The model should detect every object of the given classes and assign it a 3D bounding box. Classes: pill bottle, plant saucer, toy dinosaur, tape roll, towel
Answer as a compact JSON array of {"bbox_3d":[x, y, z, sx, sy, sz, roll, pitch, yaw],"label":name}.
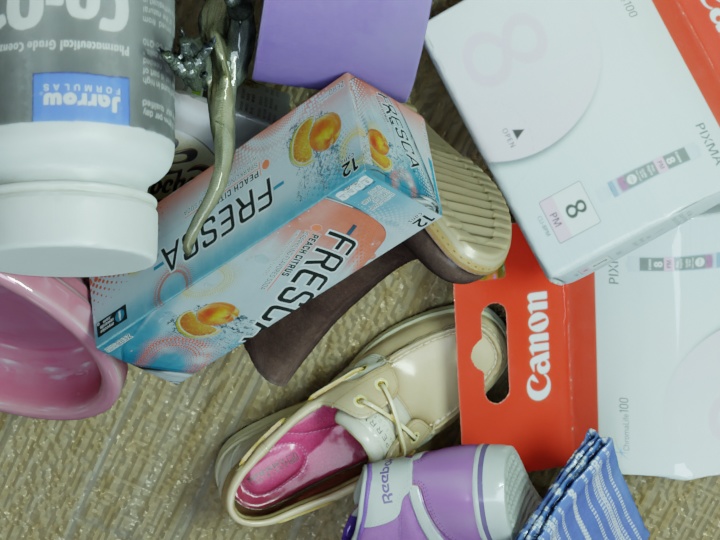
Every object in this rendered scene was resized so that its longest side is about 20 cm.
[{"bbox_3d":[-0.152,-0.102,1.322,0.114,0.114,0.200,-1,79,0],"label":"pill bottle"},{"bbox_3d":[-0.220,0.014,1.436,0.200,0.201,0.051,25,64,-9],"label":"plant saucer"},{"bbox_3d":[-0.075,-0.116,1.321,0.047,0.088,0.200,4,65,3],"label":"toy dinosaur"},{"bbox_3d":[-0.002,-0.192,1.339,0.085,0.200,0.200,9,108,-4],"label":"tape roll"},{"bbox_3d":[0.100,0.201,1.455,0.024,0.145,0.200,26,71,29],"label":"towel"}]

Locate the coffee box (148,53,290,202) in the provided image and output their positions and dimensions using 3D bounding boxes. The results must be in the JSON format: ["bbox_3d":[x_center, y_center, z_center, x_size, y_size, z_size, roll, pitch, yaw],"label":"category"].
[{"bbox_3d":[-0.152,-0.075,1.439,0.200,0.080,0.113,20,108,-7],"label":"coffee box"}]

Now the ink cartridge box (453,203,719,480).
[{"bbox_3d":[0.158,0.044,1.477,0.200,0.057,0.163,-10,110,-17],"label":"ink cartridge box"}]

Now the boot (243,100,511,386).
[{"bbox_3d":[0.000,0.000,1.411,0.072,0.200,0.166,20,111,-31],"label":"boot"}]

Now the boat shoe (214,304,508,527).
[{"bbox_3d":[0.003,0.093,1.502,0.200,0.069,0.074,-34,105,10],"label":"boat shoe"}]

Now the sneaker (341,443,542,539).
[{"bbox_3d":[0.052,0.163,1.504,0.114,0.073,0.201,-6,141,15],"label":"sneaker"}]

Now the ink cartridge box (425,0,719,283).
[{"bbox_3d":[0.157,-0.110,1.408,0.200,0.057,0.163,-30,79,13],"label":"ink cartridge box"}]

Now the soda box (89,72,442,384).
[{"bbox_3d":[-0.053,-0.019,1.345,0.200,0.068,0.064,-33,139,30],"label":"soda box"}]
